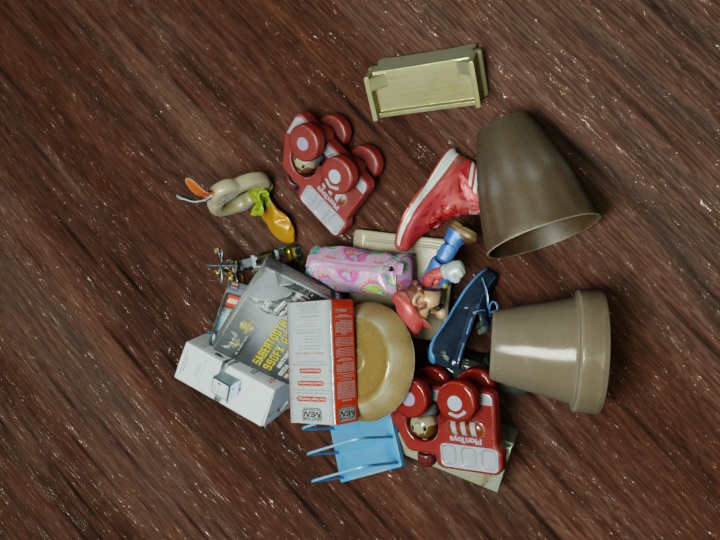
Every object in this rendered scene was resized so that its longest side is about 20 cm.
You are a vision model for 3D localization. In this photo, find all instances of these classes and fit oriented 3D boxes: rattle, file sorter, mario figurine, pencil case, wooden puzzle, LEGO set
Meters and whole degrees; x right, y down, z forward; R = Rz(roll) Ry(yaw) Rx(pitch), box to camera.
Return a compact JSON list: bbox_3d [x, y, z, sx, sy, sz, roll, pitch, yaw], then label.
[{"bbox_3d":[-0.226,-0.102,1.357,0.130,0.200,0.143,-15,89,23],"label":"rattle"},{"bbox_3d":[-0.028,0.271,1.350,0.139,0.123,0.200,-23,68,29],"label":"file sorter"},{"bbox_3d":[0.139,0.024,1.248,0.106,0.123,0.200,34,94,38],"label":"mario figurine"},{"bbox_3d":[0.000,0.000,1.325,0.200,0.087,0.088,7,101,29],"label":"pencil case"},{"bbox_3d":[0.073,0.026,1.365,0.200,0.037,0.185,9,100,23],"label":"wooden puzzle"},{"bbox_3d":[-0.189,0.026,1.411,0.200,0.116,0.154,-2,98,20],"label":"LEGO set"}]

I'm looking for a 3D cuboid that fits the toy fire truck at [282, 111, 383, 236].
[{"bbox_3d":[-0.068,-0.179,1.351,0.200,0.112,0.168,45,128,9],"label":"toy fire truck"}]

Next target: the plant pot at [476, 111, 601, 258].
[{"bbox_3d":[0.262,-0.145,1.206,0.187,0.187,0.200,-22,77,21],"label":"plant pot"}]

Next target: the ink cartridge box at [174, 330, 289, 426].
[{"bbox_3d":[-0.229,0.199,1.438,0.200,0.146,0.086,24,106,14],"label":"ink cartridge box"}]

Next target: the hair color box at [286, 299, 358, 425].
[{"bbox_3d":[-0.064,0.150,1.229,0.101,0.061,0.200,-5,84,38],"label":"hair color box"}]

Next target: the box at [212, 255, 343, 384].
[{"bbox_3d":[-0.147,0.092,1.333,0.158,0.048,0.200,29,114,-18],"label":"box"}]

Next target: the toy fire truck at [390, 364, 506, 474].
[{"bbox_3d":[0.142,0.253,1.254,0.200,0.112,0.168,-1,96,29],"label":"toy fire truck"}]

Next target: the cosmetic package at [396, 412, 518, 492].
[{"bbox_3d":[0.173,0.308,1.353,0.200,0.073,0.104,18,104,17],"label":"cosmetic package"}]

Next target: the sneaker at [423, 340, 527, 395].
[{"bbox_3d":[0.203,0.190,1.331,0.200,0.076,0.091,17,111,26],"label":"sneaker"}]

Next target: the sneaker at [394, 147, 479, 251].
[{"bbox_3d":[0.149,-0.100,1.285,0.115,0.078,0.200,32,100,11],"label":"sneaker"}]

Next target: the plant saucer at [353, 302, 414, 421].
[{"bbox_3d":[-0.001,0.151,1.249,0.200,0.035,0.201,-8,77,38],"label":"plant saucer"}]

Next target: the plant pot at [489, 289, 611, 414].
[{"bbox_3d":[0.297,0.124,1.199,0.174,0.200,0.201,3,100,11],"label":"plant pot"}]

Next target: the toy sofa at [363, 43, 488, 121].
[{"bbox_3d":[0.114,-0.321,1.278,0.200,0.098,0.083,-4,122,20],"label":"toy sofa"}]

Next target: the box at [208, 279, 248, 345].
[{"bbox_3d":[-0.170,0.106,1.396,0.200,0.040,0.137,16,123,-12],"label":"box"}]

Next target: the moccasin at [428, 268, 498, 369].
[{"bbox_3d":[0.190,0.089,1.272,0.068,0.081,0.200,25,68,24],"label":"moccasin"}]
